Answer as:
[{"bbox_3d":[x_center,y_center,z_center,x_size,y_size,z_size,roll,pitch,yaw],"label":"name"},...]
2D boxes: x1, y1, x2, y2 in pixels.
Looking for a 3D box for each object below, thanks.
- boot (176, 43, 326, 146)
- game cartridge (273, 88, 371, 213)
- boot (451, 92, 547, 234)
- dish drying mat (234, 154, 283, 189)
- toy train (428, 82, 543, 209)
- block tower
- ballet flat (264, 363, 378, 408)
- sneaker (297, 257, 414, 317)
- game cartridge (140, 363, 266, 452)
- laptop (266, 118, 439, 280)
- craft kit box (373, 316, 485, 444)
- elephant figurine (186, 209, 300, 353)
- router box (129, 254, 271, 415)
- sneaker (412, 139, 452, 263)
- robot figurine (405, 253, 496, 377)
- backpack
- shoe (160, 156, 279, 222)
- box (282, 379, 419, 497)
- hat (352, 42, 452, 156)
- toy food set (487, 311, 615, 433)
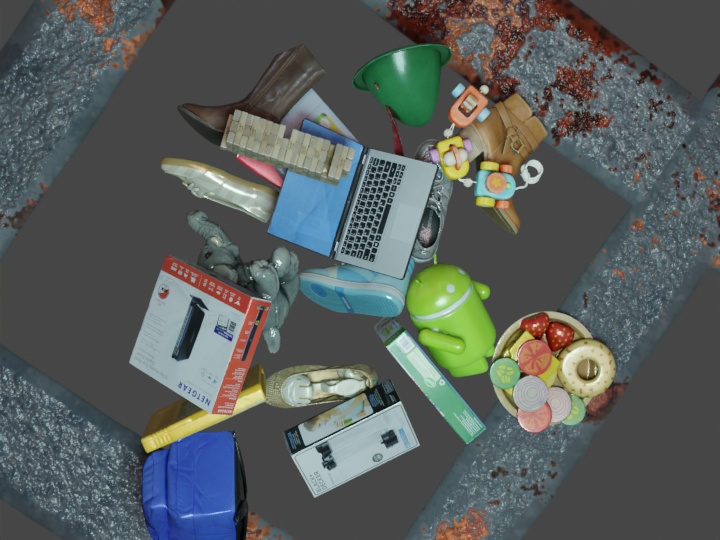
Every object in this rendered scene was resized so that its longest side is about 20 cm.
[{"bbox_3d":[-0.172,-0.288,1.654,0.185,0.064,0.201,27,75,21],"label":"boot"},{"bbox_3d":[-0.069,-0.183,1.674,0.133,0.040,0.200,-43,94,-6],"label":"game cartridge"},{"bbox_3d":[0.249,-0.176,1.703,0.154,0.074,0.201,-37,108,-12],"label":"boot"},{"bbox_3d":[-0.103,-0.160,1.695,0.199,0.018,0.077,33,87,-6],"label":"dish drying mat"},{"bbox_3d":[0.195,-0.194,1.631,0.150,0.056,0.200,-44,93,-5],"label":"toy train"},{"bbox_3d":[-0.110,-0.183,1.558,0.197,0.058,0.055,17,80,-4],"label":"block tower"},{"bbox_3d":[-0.067,0.189,1.705,0.197,0.065,0.072,-10,95,-4],"label":"ballet flat"},{"bbox_3d":[0.000,0.000,1.689,0.197,0.080,0.132,11,57,26],"label":"sneaker"},{"bbox_3d":[-0.243,0.213,1.634,0.198,0.176,0.033,-22,97,-3],"label":"game cartridge"},{"bbox_3d":[-0.010,-0.110,1.601,0.198,0.116,0.190,16,86,24],"label":"laptop"},{"bbox_3d":[0.106,0.167,1.654,0.048,0.198,0.201,-39,97,2],"label":"craft kit box"},{"bbox_3d":[-0.204,0.013,1.654,0.197,0.156,0.143,10,138,18],"label":"elephant figurine"},{"bbox_3d":[-0.243,0.095,1.558,0.198,0.049,0.182,23,95,36],"label":"router box"},{"bbox_3d":[0.118,-0.114,1.684,0.074,0.082,0.203,4,89,-6],"label":"sneaker"},{"bbox_3d":[0.146,0.076,1.678,0.115,0.176,0.202,-12,117,34],"label":"robot figurine"},{"bbox_3d":[-0.258,0.363,1.640,0.165,0.201,0.164,0,52,0],"label":"backpack"},{"bbox_3d":[-0.228,-0.132,1.658,0.197,0.070,0.054,19,85,-9],"label":"shoe"},{"bbox_3d":[-0.014,0.276,1.696,0.198,0.060,0.118,-25,128,-3],"label":"box"},{"bbox_3d":[0.088,-0.235,1.621,0.163,0.200,0.179,-17,82,11],"label":"hat"},{"bbox_3d":[0.316,0.171,1.748,0.200,0.049,0.198,41,90,-8],"label":"toy food set"}]
